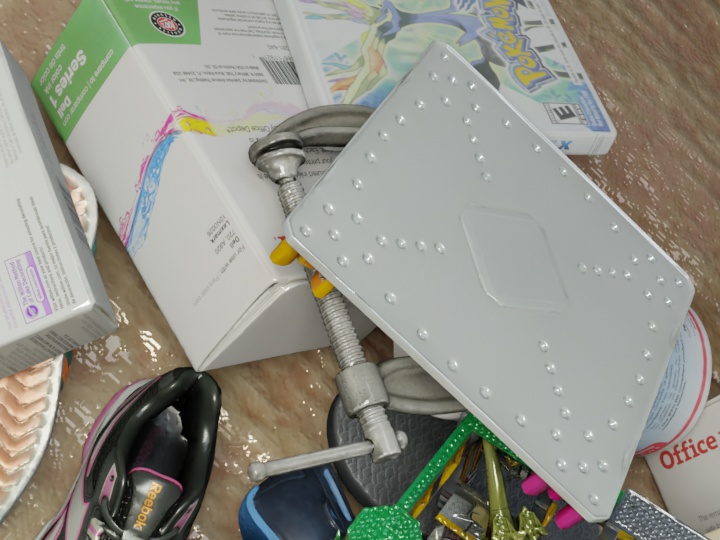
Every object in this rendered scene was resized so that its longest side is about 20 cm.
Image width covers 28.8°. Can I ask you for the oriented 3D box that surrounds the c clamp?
[{"bbox_3d":[0.000,0.000,0.682,0.170,0.027,0.202,2,61,-37],"label":"c clamp"}]

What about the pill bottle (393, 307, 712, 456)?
[{"bbox_3d":[0.114,0.051,0.822,0.199,0.108,0.110,11,60,-46],"label":"pill bottle"}]

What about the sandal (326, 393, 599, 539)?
[{"bbox_3d":[0.056,0.133,0.831,0.199,0.043,0.077,33,62,-24],"label":"sandal"}]

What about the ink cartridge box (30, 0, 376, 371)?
[{"bbox_3d":[-0.067,-0.054,0.776,0.144,0.084,0.201,-8,59,-51],"label":"ink cartridge box"}]

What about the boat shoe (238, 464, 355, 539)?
[{"bbox_3d":[0.017,0.187,0.748,0.068,0.084,0.201,-34,88,-25],"label":"boat shoe"}]

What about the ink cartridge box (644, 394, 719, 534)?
[{"bbox_3d":[0.280,0.166,0.872,0.084,0.146,0.202,-12,74,-34],"label":"ink cartridge box"}]

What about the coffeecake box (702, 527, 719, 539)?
[{"bbox_3d":[0.207,0.256,0.781,0.072,0.153,0.202,3,66,-29],"label":"coffeecake box"}]

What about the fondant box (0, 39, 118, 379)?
[{"bbox_3d":[-0.233,-0.005,0.658,0.198,0.058,0.145,-22,77,-3],"label":"fondant box"}]

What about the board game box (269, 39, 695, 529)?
[{"bbox_3d":[0.070,0.000,0.702,0.200,0.026,0.200,43,41,-6],"label":"board game box"}]

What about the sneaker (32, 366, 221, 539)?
[{"bbox_3d":[-0.122,0.130,0.696,0.080,0.086,0.201,22,58,-17],"label":"sneaker"}]

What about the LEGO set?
[{"bbox_3d":[0.085,0.165,0.707,0.199,0.116,0.154,25,56,12],"label":"LEGO set"}]

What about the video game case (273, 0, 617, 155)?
[{"bbox_3d":[0.040,-0.147,0.843,0.181,0.022,0.201,-1,50,-22],"label":"video game case"}]

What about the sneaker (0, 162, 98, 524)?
[{"bbox_3d":[-0.178,0.048,0.718,0.071,0.080,0.202,19,79,-3],"label":"sneaker"}]
